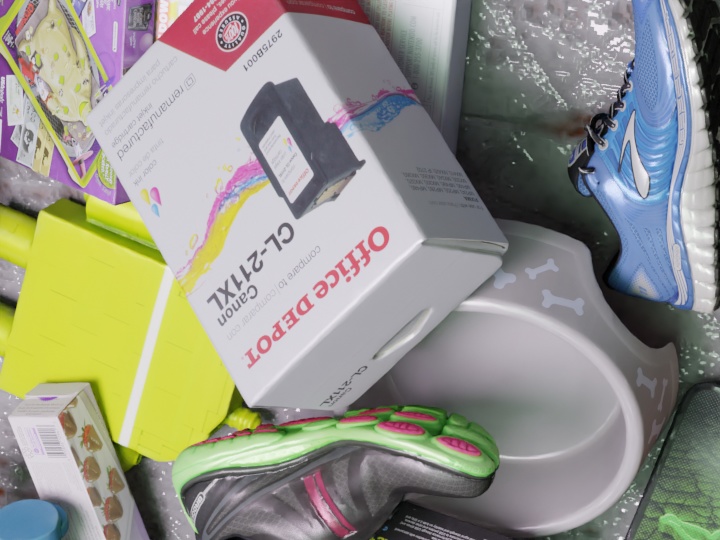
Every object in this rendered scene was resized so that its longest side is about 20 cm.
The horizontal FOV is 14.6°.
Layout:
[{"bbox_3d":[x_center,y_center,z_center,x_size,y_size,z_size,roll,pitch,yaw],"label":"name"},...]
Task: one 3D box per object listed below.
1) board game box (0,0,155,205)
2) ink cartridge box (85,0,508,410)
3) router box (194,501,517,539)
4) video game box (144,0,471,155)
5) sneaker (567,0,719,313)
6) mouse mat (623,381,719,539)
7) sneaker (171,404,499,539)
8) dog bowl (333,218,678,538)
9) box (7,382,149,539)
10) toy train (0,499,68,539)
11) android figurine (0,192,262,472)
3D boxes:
[{"bbox_3d":[-0.166,-0.150,1.599,0.120,0.032,0.201,25,118,41],"label":"board game box"},{"bbox_3d":[-0.035,-0.047,1.487,0.146,0.083,0.201,-44,63,26],"label":"ink cartridge box"},{"bbox_3d":[0.006,0.199,1.609,0.199,0.062,0.150,17,136,26],"label":"router box"},{"bbox_3d":[-0.029,-0.148,1.563,0.181,0.047,0.201,11,111,14],"label":"video game box"},{"bbox_3d":[0.151,-0.073,1.503,0.089,0.079,0.201,1,108,17],"label":"sneaker"},{"bbox_3d":[0.244,0.169,1.539,0.199,0.008,0.162,22,92,12],"label":"mouse mat"},{"bbox_3d":[-0.008,0.120,1.519,0.199,0.077,0.084,-10,93,33],"label":"sneaker"},{"bbox_3d":[0.074,0.067,1.551,0.199,0.059,0.201,8,130,10],"label":"dog bowl"},{"bbox_3d":[-0.156,0.160,1.689,0.041,0.039,0.201,-2,120,32],"label":"box"},{"bbox_3d":[-0.238,0.171,1.699,0.200,0.084,0.116,26,129,43],"label":"toy train"},{"bbox_3d":[-0.143,0.036,1.668,0.199,0.041,0.183,21,113,13],"label":"android figurine"}]
